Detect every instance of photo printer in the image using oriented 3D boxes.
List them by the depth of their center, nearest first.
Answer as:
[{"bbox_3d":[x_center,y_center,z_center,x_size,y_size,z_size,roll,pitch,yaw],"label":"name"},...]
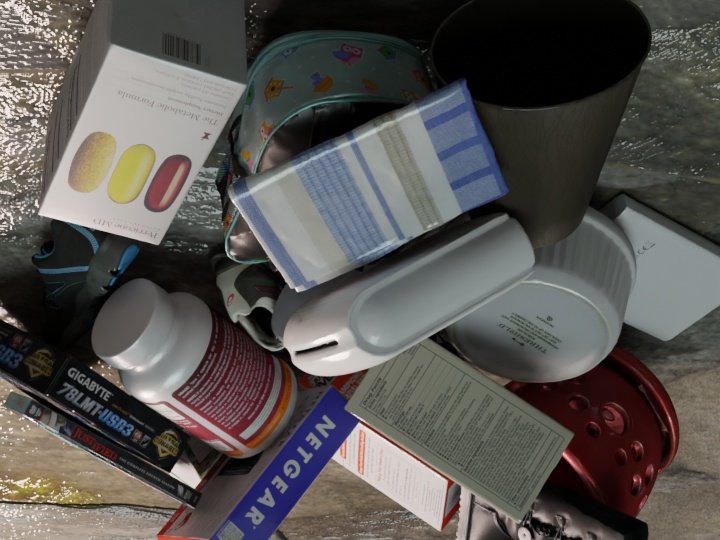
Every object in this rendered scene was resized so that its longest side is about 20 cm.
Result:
[{"bbox_3d":[0.032,0.027,1.127,0.199,0.070,0.166,-28,-176,-25],"label":"photo printer"}]

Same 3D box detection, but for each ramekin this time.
[{"bbox_3d":[0.170,0.026,1.283,0.200,0.095,0.203,6,139,5],"label":"ramekin"}]

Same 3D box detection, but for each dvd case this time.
[{"bbox_3d":[-0.267,0.183,1.341,0.199,0.022,0.146,32,167,-18],"label":"dvd case"}]

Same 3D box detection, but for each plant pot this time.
[{"bbox_3d":[0.235,0.188,1.409,0.182,0.200,0.201,-36,154,-32],"label":"plant pot"}]

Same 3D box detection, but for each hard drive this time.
[{"bbox_3d":[0.296,0.001,1.356,0.199,0.026,0.132,23,132,-31],"label":"hard drive"}]

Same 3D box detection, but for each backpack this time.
[{"bbox_3d":[-0.024,-0.110,1.077,0.174,0.155,0.200,2,149,-19],"label":"backpack"}]

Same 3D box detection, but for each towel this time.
[{"bbox_3d":[0.008,-0.063,1.010,0.199,0.024,0.147,-25,143,6],"label":"towel"}]

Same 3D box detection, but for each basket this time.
[{"bbox_3d":[0.145,-0.122,1.108,0.179,0.137,0.201,-13,145,-7],"label":"basket"}]

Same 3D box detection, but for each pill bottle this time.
[{"bbox_3d":[-0.161,0.093,1.273,0.112,0.114,0.200,-27,134,24],"label":"pill bottle"}]

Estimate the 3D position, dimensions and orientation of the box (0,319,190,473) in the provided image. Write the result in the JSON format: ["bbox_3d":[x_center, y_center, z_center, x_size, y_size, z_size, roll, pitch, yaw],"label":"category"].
[{"bbox_3d":[-0.297,0.116,1.302,0.199,0.050,0.198,19,163,39],"label":"box"}]

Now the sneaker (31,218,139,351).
[{"bbox_3d":[-0.278,0.007,1.268,0.082,0.073,0.200,36,137,-2],"label":"sneaker"}]

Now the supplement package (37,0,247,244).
[{"bbox_3d":[-0.180,-0.133,1.062,0.113,0.110,0.200,14,137,-22],"label":"supplement package"}]

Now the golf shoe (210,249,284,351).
[{"bbox_3d":[-0.079,0.052,1.320,0.077,0.089,0.200,-30,137,24],"label":"golf shoe"}]

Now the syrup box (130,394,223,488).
[{"bbox_3d":[-0.179,0.187,1.450,0.081,0.079,0.201,29,153,29],"label":"syrup box"}]

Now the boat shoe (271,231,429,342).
[{"bbox_3d":[0.000,0.000,1.247,0.200,0.071,0.070,-50,139,4],"label":"boat shoe"}]

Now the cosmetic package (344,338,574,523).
[{"bbox_3d":[0.094,0.145,1.259,0.199,0.104,0.073,34,177,5],"label":"cosmetic package"}]

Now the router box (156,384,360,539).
[{"bbox_3d":[-0.106,0.212,1.343,0.049,0.200,0.179,45,155,-12],"label":"router box"}]

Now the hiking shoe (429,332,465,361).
[{"bbox_3d":[0.059,0.106,1.350,0.086,0.202,0.074,-24,175,30],"label":"hiking shoe"}]

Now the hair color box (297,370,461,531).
[{"bbox_3d":[0.027,0.183,1.423,0.199,0.064,0.111,30,146,21],"label":"hair color box"}]

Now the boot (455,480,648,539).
[{"bbox_3d":[0.194,0.286,1.333,0.199,0.066,0.166,20,131,34],"label":"boot"}]
